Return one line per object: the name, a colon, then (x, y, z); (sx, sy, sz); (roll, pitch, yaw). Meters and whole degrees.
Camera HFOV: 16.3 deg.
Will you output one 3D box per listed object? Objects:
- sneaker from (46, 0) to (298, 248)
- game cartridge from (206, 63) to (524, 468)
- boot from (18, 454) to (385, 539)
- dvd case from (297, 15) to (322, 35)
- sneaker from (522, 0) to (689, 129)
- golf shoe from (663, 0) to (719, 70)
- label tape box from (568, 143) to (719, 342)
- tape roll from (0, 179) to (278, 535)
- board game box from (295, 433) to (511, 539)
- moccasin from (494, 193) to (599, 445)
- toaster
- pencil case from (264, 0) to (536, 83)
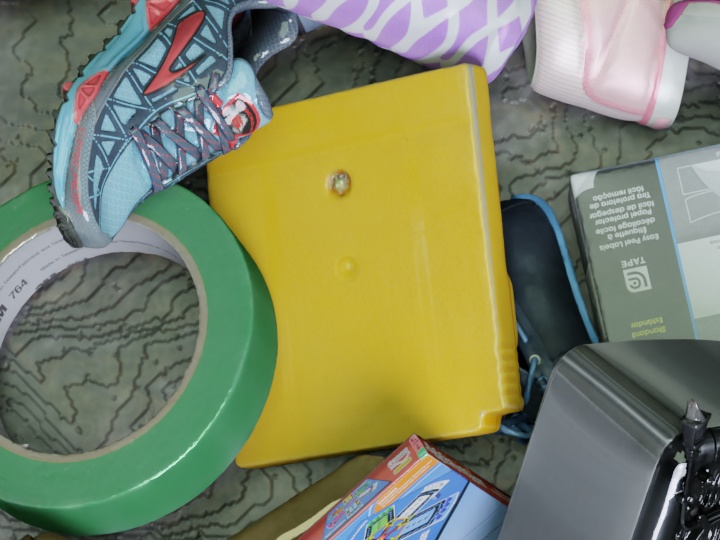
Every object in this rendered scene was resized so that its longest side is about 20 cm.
sneaker: (-0.098, -0.093, 1.365); (0.095, 0.079, 0.200); (15, 60, 23)
game cartridge: (0.000, 0.000, 1.389); (0.176, 0.032, 0.201); (-10, 82, 29)
boot: (-0.069, 0.154, 1.350); (0.200, 0.175, 0.066); (-30, 47, 0)
dvd case: (0.026, -0.232, 1.411); (0.199, 0.143, 0.018); (-27, 40, 0)
sneaker: (0.141, -0.186, 1.421); (0.104, 0.075, 0.201); (9, 86, -1)
golf shoe: (0.250, -0.089, 1.345); (0.199, 0.075, 0.092); (20, 90, 17)
label tape box: (0.206, 0.033, 1.392); (0.144, 0.063, 0.201); (-12, 81, 1)
tape roll: (-0.147, 0.043, 1.382); (0.200, 0.048, 0.201); (-7, 65, 14)
board game box: (-0.012, 0.175, 1.341); (0.200, 0.103, 0.019); (-42, 48, 11)
moccasin: (0.098, 0.059, 1.393); (0.068, 0.081, 0.201); (-14, 67, -8)
toaster: (0.177, 0.131, 1.284); (0.180, 0.119, 0.201); (1, 114, -34)
pencil case: (0.003, -0.170, 1.372); (0.199, 0.086, 0.084); (21, 118, -26)
